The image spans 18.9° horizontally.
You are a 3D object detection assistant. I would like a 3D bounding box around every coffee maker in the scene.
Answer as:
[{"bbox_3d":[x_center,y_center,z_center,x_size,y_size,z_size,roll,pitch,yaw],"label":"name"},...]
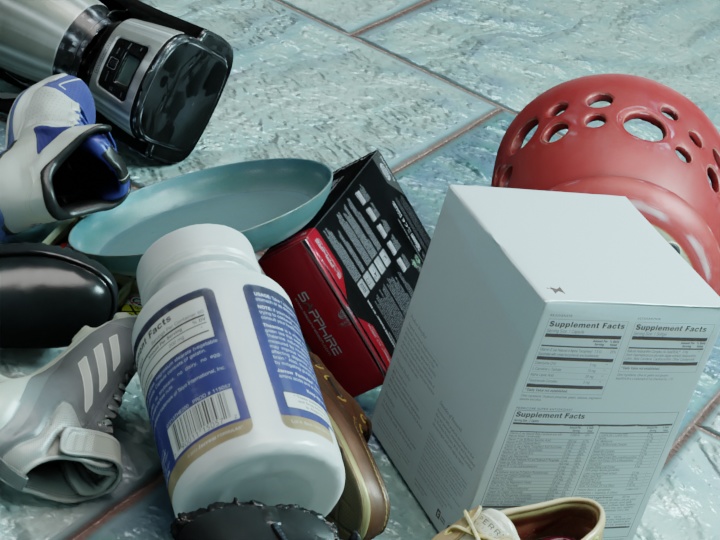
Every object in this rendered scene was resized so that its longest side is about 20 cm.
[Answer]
[{"bbox_3d":[-0.213,-0.189,1.840,0.199,0.135,0.192,28,27,18],"label":"coffee maker"}]

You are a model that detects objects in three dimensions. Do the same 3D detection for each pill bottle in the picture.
[{"bbox_3d":[-0.086,0.070,1.392,0.110,0.111,0.201,4,46,-26],"label":"pill bottle"}]

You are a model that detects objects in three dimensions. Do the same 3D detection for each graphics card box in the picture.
[{"bbox_3d":[0.000,0.000,1.631,0.126,0.051,0.200,58,26,-12],"label":"graphics card box"}]

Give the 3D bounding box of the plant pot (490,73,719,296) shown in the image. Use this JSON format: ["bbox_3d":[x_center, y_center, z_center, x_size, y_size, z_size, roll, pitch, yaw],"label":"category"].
[{"bbox_3d":[0.198,-0.029,1.733,0.199,0.201,0.183,17,35,-2],"label":"plant pot"}]

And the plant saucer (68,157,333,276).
[{"bbox_3d":[-0.114,-0.037,1.581,0.199,0.028,0.200,-13,17,4],"label":"plant saucer"}]

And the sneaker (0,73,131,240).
[{"bbox_3d":[-0.221,-0.082,1.646,0.115,0.081,0.200,-7,27,18],"label":"sneaker"}]

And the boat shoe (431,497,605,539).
[{"bbox_3d":[0.080,0.182,1.380,0.199,0.069,0.074,-9,37,-43],"label":"boat shoe"}]

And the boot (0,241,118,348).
[{"bbox_3d":[-0.267,0.040,1.433,0.197,0.074,0.163,9,24,-3],"label":"boot"}]

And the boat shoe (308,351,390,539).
[{"bbox_3d":[-0.023,0.108,1.454,0.067,0.072,0.200,3,30,-30],"label":"boat shoe"}]

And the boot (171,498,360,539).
[{"bbox_3d":[-0.072,0.196,1.237,0.197,0.074,0.163,12,29,-27],"label":"boot"}]

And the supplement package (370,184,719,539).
[{"bbox_3d":[0.124,0.068,1.481,0.150,0.201,0.152,3,30,-28],"label":"supplement package"}]

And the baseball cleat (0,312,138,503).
[{"bbox_3d":[-0.178,0.096,1.408,0.106,0.070,0.200,41,36,14],"label":"baseball cleat"}]

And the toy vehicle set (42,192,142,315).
[{"bbox_3d":[-0.174,0.001,1.617,0.124,0.027,0.200,21,26,6],"label":"toy vehicle set"}]
